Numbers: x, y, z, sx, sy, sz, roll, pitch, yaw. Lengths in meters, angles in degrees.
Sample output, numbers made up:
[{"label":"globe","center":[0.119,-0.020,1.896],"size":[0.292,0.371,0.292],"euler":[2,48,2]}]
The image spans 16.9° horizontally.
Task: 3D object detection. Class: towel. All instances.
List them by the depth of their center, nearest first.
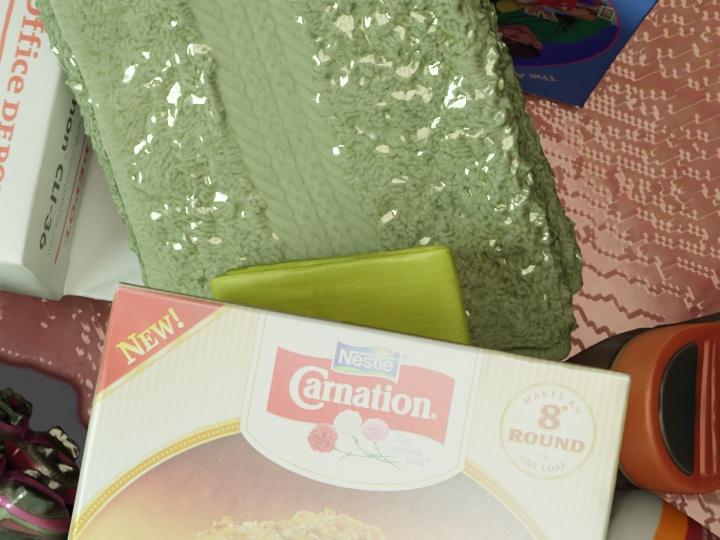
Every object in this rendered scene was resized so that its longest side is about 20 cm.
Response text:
[{"label":"towel","center":[0.009,0.092,0.793],"size":[0.086,0.018,0.200],"euler":[-7,102,20]},{"label":"towel","center":[-0.017,-0.046,0.795],"size":[0.148,0.036,0.200],"euler":[-16,108,9]}]

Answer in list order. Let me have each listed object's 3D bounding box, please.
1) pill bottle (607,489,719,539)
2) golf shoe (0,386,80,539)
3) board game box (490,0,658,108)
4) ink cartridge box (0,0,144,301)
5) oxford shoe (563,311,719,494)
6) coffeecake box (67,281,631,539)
[{"label":"pill bottle","center":[0.145,0.172,0.845],"size":[0.200,0.110,0.110],"euler":[35,80,-1]},{"label":"golf shoe","center":[-0.100,0.124,0.851],"size":[0.200,0.073,0.092],"euler":[40,108,-2]},{"label":"board game box","center":[0.004,-0.125,0.855],"size":[0.200,0.134,0.045],"euler":[15,72,-5]},{"label":"ink cartridge box","center":[-0.154,-0.060,0.842],"size":[0.200,0.067,0.117],"euler":[9,80,8]},{"label":"oxford shoe","center":[0.123,0.043,0.850],"size":[0.073,0.200,0.071],"euler":[-6,84,37]},{"label":"coffeecake box","center":[-0.012,0.116,0.720],"size":[0.153,0.073,0.200],"euler":[10,86,3]}]
